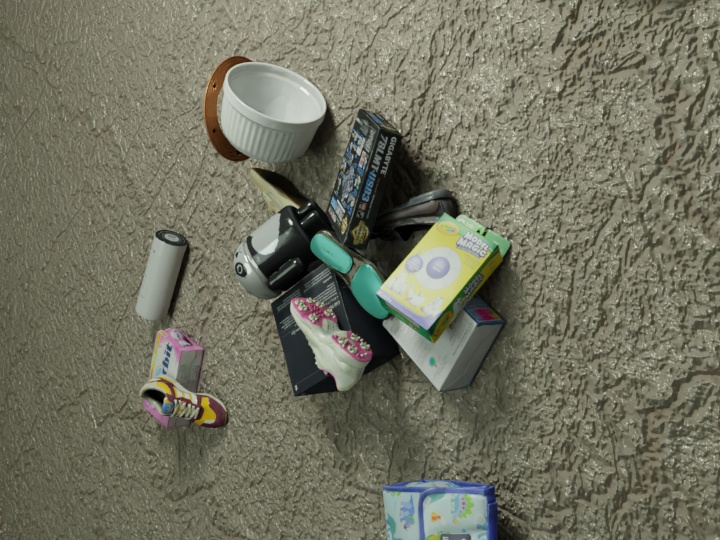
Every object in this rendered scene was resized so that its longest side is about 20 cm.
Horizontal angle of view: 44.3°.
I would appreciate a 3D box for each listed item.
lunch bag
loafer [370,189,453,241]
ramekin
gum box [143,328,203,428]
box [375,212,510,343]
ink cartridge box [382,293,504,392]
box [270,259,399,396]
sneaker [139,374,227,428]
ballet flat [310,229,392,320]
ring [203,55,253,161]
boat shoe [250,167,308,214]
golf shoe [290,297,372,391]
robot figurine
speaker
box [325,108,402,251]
[{"bbox_3d":[0.132,0.416,1.363,0.198,0.126,0.175,-10,80,47],"label":"lunch bag"},{"bbox_3d":[0.075,-0.078,1.485,0.198,0.071,0.065,-21,78,43],"label":"loafer"},{"bbox_3d":[-0.170,-0.292,1.667,0.201,0.197,0.106,53,136,33],"label":"ramekin"},{"bbox_3d":[-0.431,0.244,2.040,0.112,0.065,0.205,27,109,43],"label":"gum box"},{"bbox_3d":[0.130,0.000,1.357,0.116,0.049,0.200,32,72,34],"label":"box"},{"bbox_3d":[0.121,0.074,1.426,0.200,0.075,0.138,47,122,36],"label":"ink cartridge box"},{"bbox_3d":[-0.050,0.105,1.595,0.199,0.103,0.186,-33,65,42],"label":"box"},{"bbox_3d":[-0.389,0.298,1.930,0.196,0.090,0.077,20,106,13],"label":"sneaker"},{"bbox_3d":[0.000,0.000,1.484,0.200,0.068,0.068,47,117,20],"label":"ballet flat"},{"bbox_3d":[-0.243,-0.317,1.738,0.019,0.199,0.206,8,96,33],"label":"ring"},{"bbox_3d":[-0.160,-0.137,1.743,0.199,0.071,0.066,41,117,33],"label":"boat shoe"},{"bbox_3d":[-0.063,0.121,1.482,0.200,0.074,0.093,42,122,40],"label":"golf shoe"},{"bbox_3d":[-0.141,-0.038,1.613,0.199,0.150,0.126,-37,83,10],"label":"robot figurine"},{"bbox_3d":[-0.468,0.013,2.072,0.081,0.080,0.204,38,117,40],"label":"speaker"},{"bbox_3d":[0.002,-0.159,1.506,0.200,0.049,0.203,-119,44,-69],"label":"box"}]
